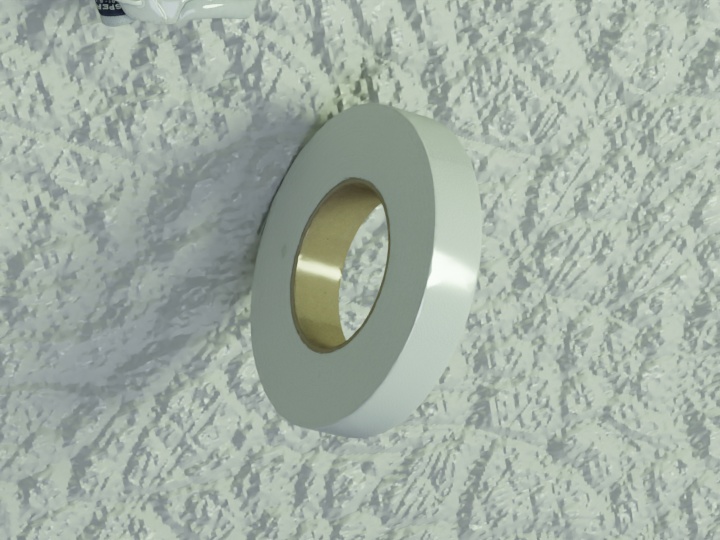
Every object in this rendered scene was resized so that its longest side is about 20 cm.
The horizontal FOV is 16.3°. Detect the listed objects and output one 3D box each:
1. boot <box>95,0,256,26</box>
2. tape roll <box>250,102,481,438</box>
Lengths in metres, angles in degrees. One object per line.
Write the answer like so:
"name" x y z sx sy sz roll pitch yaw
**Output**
"boot" -0.138 -0.180 1.394 0.199 0.074 0.096 0 116 -26
"tape roll" 0.000 0.000 1.503 0.037 0.203 0.203 14 116 -31
